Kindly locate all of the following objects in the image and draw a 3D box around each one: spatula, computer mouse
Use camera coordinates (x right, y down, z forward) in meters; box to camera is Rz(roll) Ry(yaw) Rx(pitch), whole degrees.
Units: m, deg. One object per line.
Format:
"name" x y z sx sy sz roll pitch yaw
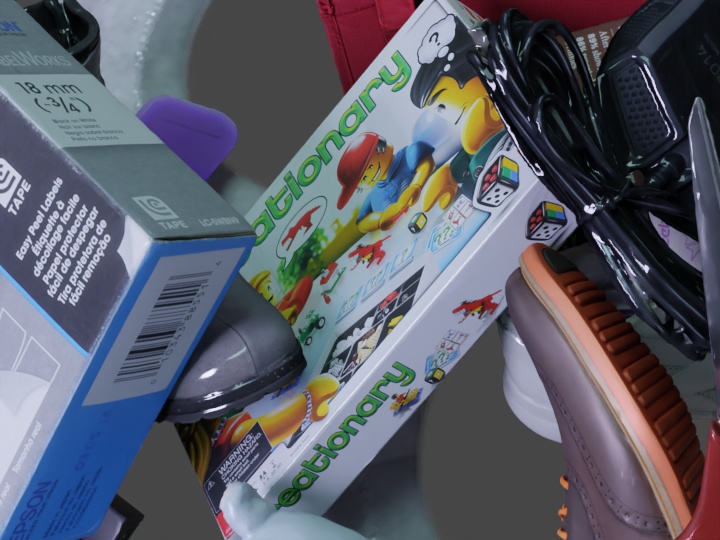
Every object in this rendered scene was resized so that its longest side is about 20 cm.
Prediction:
"spatula" -0.118 0.004 0.912 0.056 0.021 0.201 18 68 25
"computer mouse" 0.123 -0.067 0.759 0.200 0.053 0.139 -40 98 -36

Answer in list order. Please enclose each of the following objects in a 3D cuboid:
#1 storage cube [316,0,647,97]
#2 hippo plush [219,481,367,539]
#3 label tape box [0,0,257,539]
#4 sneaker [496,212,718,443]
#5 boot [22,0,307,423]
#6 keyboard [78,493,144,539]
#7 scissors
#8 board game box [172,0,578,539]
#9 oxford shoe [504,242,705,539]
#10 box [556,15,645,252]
"storage cube" 0.058 -0.189 0.899 0.178 0.172 0.201 -12 49 5
"hippo plush" -0.037 0.145 0.709 0.199 0.159 0.161 -33 40 15
"label tape box" -0.148 -0.016 0.756 0.200 0.063 0.145 42 117 25
"sneaker" 0.148 0.018 0.783 0.198 0.100 0.075 -8 49 9
"boot" -0.097 -0.029 0.795 0.069 0.133 0.200 -26 29 -25
"keyboard" -0.169 0.062 0.872 0.199 0.021 0.127 32 82 28
"scissors" 0.130 0.047 0.668 0.073 0.014 0.202 9 104 21
"board game box" 0.000 0.000 0.810 0.200 0.035 0.126 -50 39 13
"oxford shoe" 0.091 0.088 0.731 0.072 0.071 0.201 -29 81 19
"box" 0.143 -0.054 0.852 0.198 0.075 0.101 -15 53 7
